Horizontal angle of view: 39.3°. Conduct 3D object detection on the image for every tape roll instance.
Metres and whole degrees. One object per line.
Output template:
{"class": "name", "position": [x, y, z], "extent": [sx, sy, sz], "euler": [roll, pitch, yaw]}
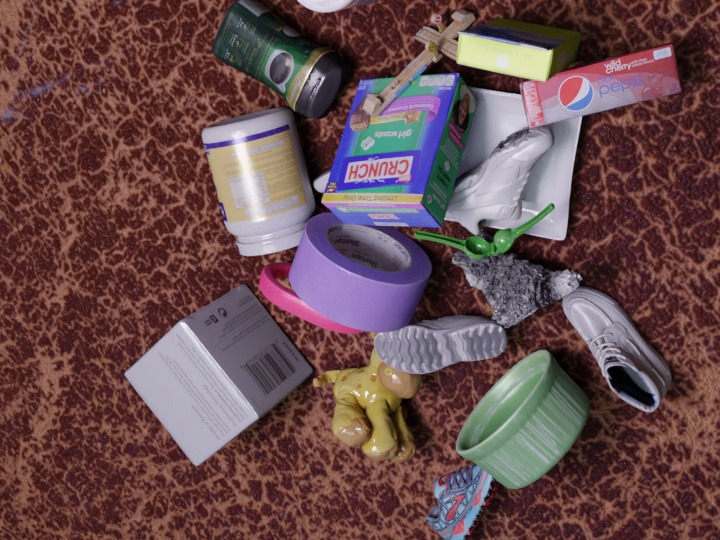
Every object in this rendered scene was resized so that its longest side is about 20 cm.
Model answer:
{"class": "tape roll", "position": [0.000, 0.000, 1.494], "extent": [0.199, 0.200, 0.085], "euler": [28, 118, 13]}

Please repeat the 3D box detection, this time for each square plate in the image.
{"class": "square plate", "position": [0.211, -0.156, 1.442], "extent": [0.197, 0.028, 0.201], "euler": [11, 113, 20]}

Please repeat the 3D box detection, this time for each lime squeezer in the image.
{"class": "lime squeezer", "position": [0.181, -0.051, 1.415], "extent": [0.199, 0.038, 0.071], "euler": [-11, 121, 19]}

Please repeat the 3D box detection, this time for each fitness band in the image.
{"class": "fitness band", "position": [-0.060, 0.036, 1.566], "extent": [0.199, 0.144, 0.038], "euler": [24, 115, 15]}

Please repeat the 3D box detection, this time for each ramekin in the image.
{"class": "ramekin", "position": [0.241, 0.222, 1.472], "extent": [0.098, 0.200, 0.200], "euler": [42, 120, -4]}

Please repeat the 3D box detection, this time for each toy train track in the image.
{"class": "toy train track", "position": [0.077, -0.292, 1.387], "extent": [0.200, 0.033, 0.115], "euler": [-45, 44, -4]}

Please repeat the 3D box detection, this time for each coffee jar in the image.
{"class": "coffee jar", "position": [-0.115, -0.314, 1.499], "extent": [0.199, 0.085, 0.105], "euler": [36, 116, 10]}

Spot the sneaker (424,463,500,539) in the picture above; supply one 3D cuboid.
{"class": "sneaker", "position": [0.162, 0.357, 1.620], "extent": [0.095, 0.079, 0.201], "euler": [30, 118, 14]}

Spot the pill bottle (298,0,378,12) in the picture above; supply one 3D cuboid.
{"class": "pill bottle", "position": [-0.012, -0.412, 1.351], "extent": [0.113, 0.200, 0.115], "euler": [8, 111, 21]}

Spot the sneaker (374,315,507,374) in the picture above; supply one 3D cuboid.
{"class": "sneaker", "position": [0.120, 0.108, 1.522], "extent": [0.198, 0.082, 0.075], "euler": [-3, 104, 5]}

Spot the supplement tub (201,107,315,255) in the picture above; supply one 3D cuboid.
{"class": "supplement tub", "position": [-0.151, -0.137, 1.544], "extent": [0.144, 0.145, 0.201], "euler": [-6, 105, 26]}

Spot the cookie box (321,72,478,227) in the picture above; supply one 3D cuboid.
{"class": "cookie box", "position": [0.055, -0.166, 1.398], "extent": [0.170, 0.075, 0.201], "euler": [4, 68, 36]}

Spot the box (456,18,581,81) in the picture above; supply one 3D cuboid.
{"class": "box", "position": [0.204, -0.287, 1.299], "extent": [0.121, 0.200, 0.048], "euler": [15, 114, 19]}

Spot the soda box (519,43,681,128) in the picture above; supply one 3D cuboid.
{"class": "soda box", "position": [0.313, -0.242, 1.321], "extent": [0.199, 0.070, 0.064], "euler": [-12, 101, 15]}

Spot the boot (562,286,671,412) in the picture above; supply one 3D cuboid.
{"class": "boot", "position": [0.360, 0.110, 1.431], "extent": [0.200, 0.096, 0.074], "euler": [43, 119, 5]}

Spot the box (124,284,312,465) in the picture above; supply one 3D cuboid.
{"class": "box", "position": [-0.229, 0.168, 1.658], "extent": [0.171, 0.199, 0.200], "euler": [-41, 88, 30]}

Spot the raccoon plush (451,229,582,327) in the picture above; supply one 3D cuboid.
{"class": "raccoon plush", "position": [0.223, -0.010, 1.435], "extent": [0.134, 0.097, 0.200], "euler": [52, 142, -1]}

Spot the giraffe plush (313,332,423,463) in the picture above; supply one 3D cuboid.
{"class": "giraffe plush", "position": [0.043, 0.179, 1.587], "extent": [0.162, 0.172, 0.200], "euler": [-48, 51, 20]}

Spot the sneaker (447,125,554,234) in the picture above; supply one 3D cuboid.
{"class": "sneaker", "position": [0.206, -0.123, 1.406], "extent": [0.099, 0.078, 0.200], "euler": [48, 129, -6]}

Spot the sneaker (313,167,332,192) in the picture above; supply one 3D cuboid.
{"class": "sneaker", "position": [0.021, -0.134, 1.513], "extent": [0.199, 0.070, 0.081], "euler": [-10, 107, 26]}
